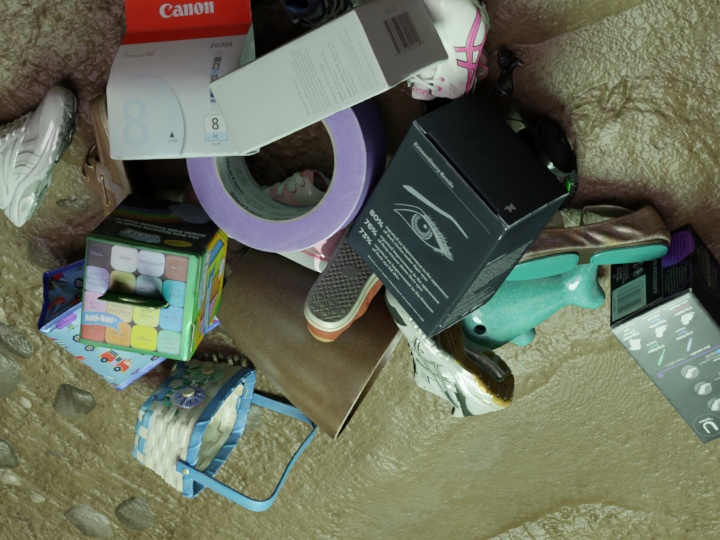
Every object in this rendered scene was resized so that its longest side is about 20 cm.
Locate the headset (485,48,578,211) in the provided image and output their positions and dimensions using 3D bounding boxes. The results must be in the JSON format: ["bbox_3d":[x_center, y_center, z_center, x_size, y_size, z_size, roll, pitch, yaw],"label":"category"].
[{"bbox_3d":[0.165,-0.135,1.541,0.122,0.095,0.201,-6,141,11],"label":"headset"}]

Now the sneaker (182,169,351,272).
[{"bbox_3d":[-0.097,-0.079,1.631,0.199,0.075,0.105,22,112,8],"label":"sneaker"}]

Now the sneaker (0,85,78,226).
[{"bbox_3d":[-0.388,-0.139,1.642,0.099,0.078,0.200,30,127,-7],"label":"sneaker"}]

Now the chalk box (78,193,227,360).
[{"bbox_3d":[-0.222,0.013,1.539,0.124,0.200,0.125,10,111,5],"label":"chalk box"}]

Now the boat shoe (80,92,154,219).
[{"bbox_3d":[-0.281,-0.109,1.641,0.066,0.074,0.201,-4,127,9],"label":"boat shoe"}]

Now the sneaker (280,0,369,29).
[{"bbox_3d":[-0.040,-0.269,1.457,0.200,0.085,0.077,41,125,-20],"label":"sneaker"}]

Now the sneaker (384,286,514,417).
[{"bbox_3d":[0.079,0.092,1.589,0.087,0.076,0.200,-25,115,38],"label":"sneaker"}]

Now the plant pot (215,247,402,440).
[{"bbox_3d":[-0.062,0.062,1.678,0.199,0.187,0.188,32,129,5],"label":"plant pot"}]

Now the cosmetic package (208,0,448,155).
[{"bbox_3d":[-0.033,-0.187,1.369,0.199,0.113,0.082,-21,97,41],"label":"cosmetic package"}]

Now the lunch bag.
[{"bbox_3d":[-0.258,0.036,1.729,0.199,0.095,0.151,-26,134,22],"label":"lunch bag"}]

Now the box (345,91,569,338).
[{"bbox_3d":[0.095,-0.055,1.482,0.148,0.104,0.200,50,140,15],"label":"box"}]

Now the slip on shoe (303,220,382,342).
[{"bbox_3d":[0.000,0.000,1.596,0.074,0.200,0.061,31,147,9],"label":"slip on shoe"}]

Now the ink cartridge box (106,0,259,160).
[{"bbox_3d":[-0.185,-0.216,1.478,0.159,0.047,0.202,0,98,27],"label":"ink cartridge box"}]

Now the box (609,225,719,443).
[{"bbox_3d":[0.372,0.073,1.608,0.106,0.123,0.200,-29,117,29],"label":"box"}]

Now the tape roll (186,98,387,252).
[{"bbox_3d":[-0.077,-0.125,1.529,0.198,0.085,0.202,4,104,15],"label":"tape roll"}]

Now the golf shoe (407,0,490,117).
[{"bbox_3d":[0.082,-0.210,1.420,0.072,0.093,0.200,22,160,19],"label":"golf shoe"}]

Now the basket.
[{"bbox_3d":[-0.171,0.204,1.796,0.199,0.177,0.140,24,126,7],"label":"basket"}]

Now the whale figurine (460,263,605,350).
[{"bbox_3d":[0.173,0.031,1.631,0.198,0.104,0.160,-5,126,13],"label":"whale figurine"}]

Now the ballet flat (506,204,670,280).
[{"bbox_3d":[0.234,-0.035,1.572,0.198,0.068,0.068,-7,158,-8],"label":"ballet flat"}]
